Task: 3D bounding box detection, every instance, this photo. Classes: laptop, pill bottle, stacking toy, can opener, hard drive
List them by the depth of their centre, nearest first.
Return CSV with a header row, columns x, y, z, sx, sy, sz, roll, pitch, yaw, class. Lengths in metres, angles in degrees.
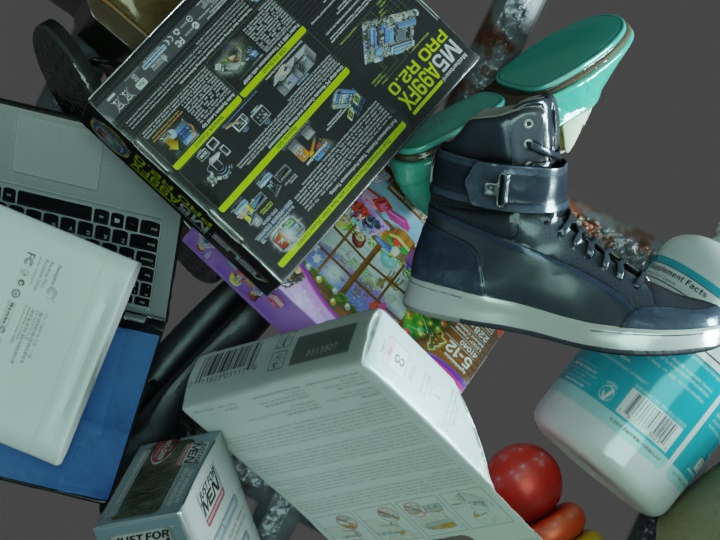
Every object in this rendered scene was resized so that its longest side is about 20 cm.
x,y,z,sx,sy,sz,roll,pitch,yaw,class
-0.250,0.019,1.024,0.199,0.027,0.133,22,88,2,hard drive
-0.218,0.011,1.042,0.186,0.116,0.202,13,116,2,laptop
-0.121,0.072,1.107,0.063,0.079,0.201,31,82,33,can opener
0.214,0.055,1.113,0.111,0.111,0.200,40,86,-5,pill bottle
0.147,0.207,1.127,0.085,0.085,0.201,-27,87,-6,stacking toy

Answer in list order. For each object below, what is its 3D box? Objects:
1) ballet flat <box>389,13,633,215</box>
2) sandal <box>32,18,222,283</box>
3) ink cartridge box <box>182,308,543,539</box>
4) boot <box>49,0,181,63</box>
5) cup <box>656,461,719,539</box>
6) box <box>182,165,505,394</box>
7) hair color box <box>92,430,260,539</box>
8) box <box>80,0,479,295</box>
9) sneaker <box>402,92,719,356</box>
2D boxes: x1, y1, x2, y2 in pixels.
x,y,z,sx,sy,sz,roll,pitch,yaw,class
0.105,-0.098,1.123,0.199,0.067,0.071,-33,123,-19,ballet flat
-0.142,-0.083,1.098,0.048,0.075,0.201,-41,103,-24,sandal
0.008,0.114,1.058,0.200,0.162,0.057,42,49,-32,ink cartridge box
-0.189,-0.215,1.088,0.200,0.073,0.076,43,73,-18,boot
0.275,0.196,1.096,0.142,0.200,0.202,-15,92,20,cup
0.000,0.000,1.090,0.200,0.039,0.137,43,52,-5,box
-0.094,0.214,1.049,0.060,0.099,0.201,-11,111,15,hair color box
-0.048,-0.112,1.033,0.160,0.044,0.200,42,72,-6,box
0.135,-0.030,1.031,0.200,0.077,0.148,11,98,7,sneaker
